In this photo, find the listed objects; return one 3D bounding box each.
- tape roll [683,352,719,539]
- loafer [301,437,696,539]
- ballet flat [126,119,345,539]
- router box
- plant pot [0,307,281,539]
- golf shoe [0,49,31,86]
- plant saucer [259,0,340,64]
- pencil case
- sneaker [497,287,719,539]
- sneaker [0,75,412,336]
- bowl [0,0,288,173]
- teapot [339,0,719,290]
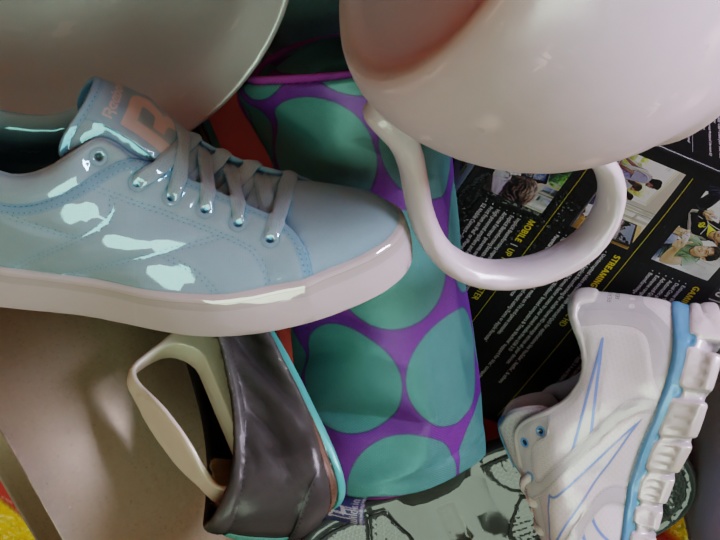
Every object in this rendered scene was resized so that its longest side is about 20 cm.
[{"bbox_3d":[0.259,0.110,0.882,0.200,0.140,0.204,0,126,0],"label":"tape roll"},{"bbox_3d":[0.065,0.110,0.893,0.198,0.063,0.072,-15,108,9],"label":"loafer"},{"bbox_3d":[-0.069,0.018,0.741,0.068,0.201,0.068,-13,156,-24],"label":"ballet flat"},{"bbox_3d":[0.095,-0.005,0.835,0.148,0.051,0.200,21,135,-14],"label":"router box"},{"bbox_3d":[-0.107,0.059,0.839,0.134,0.200,0.202,-30,126,-15],"label":"plant pot"},{"bbox_3d":[-0.178,-0.092,0.798,0.199,0.079,0.097,37,138,-18],"label":"golf shoe"},{"bbox_3d":[0.011,-0.148,0.762,0.198,0.036,0.201,0,126,0],"label":"plant saucer"},{"bbox_3d":[0.000,0.000,0.770,0.091,0.085,0.202,-1,112,15],"label":"pencil case"},{"bbox_3d":[0.099,0.099,0.823,0.086,0.075,0.202,16,101,5],"label":"sneaker"},{"bbox_3d":[-0.078,-0.029,0.673,0.198,0.074,0.083,1,127,0],"label":"sneaker"},{"bbox_3d":[-0.127,-0.144,0.699,0.199,0.091,0.203,-7,126,-10],"label":"bowl"},{"bbox_3d":[0.092,-0.112,0.648,0.145,0.199,0.200,22,156,-25],"label":"teapot"}]
